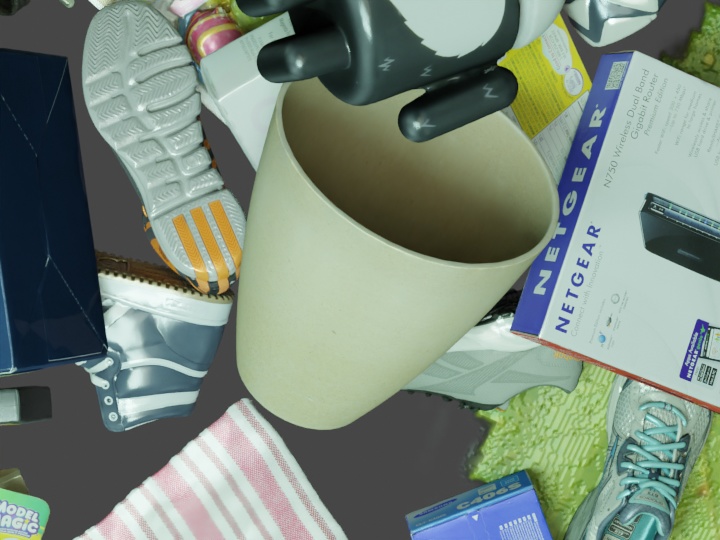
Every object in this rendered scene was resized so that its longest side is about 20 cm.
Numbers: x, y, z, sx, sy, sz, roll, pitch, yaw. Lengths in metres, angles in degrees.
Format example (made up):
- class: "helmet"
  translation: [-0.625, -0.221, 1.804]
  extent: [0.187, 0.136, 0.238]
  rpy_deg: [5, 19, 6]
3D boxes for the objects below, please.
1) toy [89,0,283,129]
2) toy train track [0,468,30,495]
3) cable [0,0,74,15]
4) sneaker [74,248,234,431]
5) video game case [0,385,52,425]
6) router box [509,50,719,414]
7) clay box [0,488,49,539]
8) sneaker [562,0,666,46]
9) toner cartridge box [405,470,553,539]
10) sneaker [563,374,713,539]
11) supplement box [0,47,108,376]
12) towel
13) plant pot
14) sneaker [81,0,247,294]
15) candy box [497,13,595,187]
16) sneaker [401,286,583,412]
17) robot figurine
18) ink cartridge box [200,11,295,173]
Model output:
- class: "toy"
  translation: [-0.088, -0.169, 1.495]
  extent: [0.200, 0.047, 0.115]
  rpy_deg: [42, 100, -9]
- class: "toy train track"
  translation: [-0.326, 0.184, 1.556]
  extent: [0.199, 0.033, 0.115]
  rpy_deg: [-23, 119, -7]
- class: "cable"
  translation: [-0.257, -0.247, 1.480]
  extent: [0.200, 0.050, 0.097]
  rpy_deg: [42, 132, 5]
- class: "sneaker"
  translation: [-0.193, 0.041, 1.520]
  extent: [0.198, 0.070, 0.109]
  rpy_deg: [14, 104, -3]
- class: "video game case"
  translation: [-0.300, 0.094, 1.459]
  extent: [0.179, 0.200, 0.026]
  rpy_deg: [-4, 87, -2]
- class: "router box"
  translation: [0.214, -0.021, 1.501]
  extent: [0.178, 0.049, 0.201]
  rpy_deg: [20, 86, -21]
- class: "clay box"
  translation: [-0.299, 0.223, 1.537]
  extent: [0.114, 0.048, 0.201]
  rpy_deg: [18, 105, -25]
- class: "sneaker"
  translation: [0.203, -0.252, 1.480]
  extent: [0.198, 0.080, 0.130]
  rpy_deg: [-29, 110, 13]
- class: "toner cartridge box"
  translation: [0.110, 0.252, 1.593]
  extent: [0.094, 0.043, 0.201]
  rpy_deg: [-20, 102, 0]
- class: "sneaker"
  translation: [0.202, 0.143, 1.555]
  extent: [0.077, 0.086, 0.202]
  rpy_deg: [15, 100, -6]
- class: "supplement box"
  translation: [-0.288, -0.026, 1.419]
  extent: [0.198, 0.134, 0.202]
  rpy_deg: [-8, 89, 19]
- class: "towel"
  translation: [-0.114, 0.202, 1.538]
  extent: [0.200, 0.030, 0.147]
  rpy_deg: [-40, 67, 4]
- class: "plant pot"
  translation: [0.000, 0.000, 1.408]
  extent: [0.186, 0.188, 0.201]
  rpy_deg: [22, 129, -7]
- class: "sneaker"
  translation: [-0.134, -0.073, 1.489]
  extent: [0.077, 0.112, 0.201]
  rpy_deg: [-17, 80, -10]
- class: "candy box"
  translation: [0.098, -0.122, 1.474]
  extent: [0.102, 0.026, 0.201]
  rpy_deg: [-38, 128, -11]
- class: "sneaker"
  translation: [0.060, 0.065, 1.540]
  extent: [0.198, 0.074, 0.080]
  rpy_deg: [-8, 107, -2]
- class: "robot figurine"
  translation: [0.030, -0.172, 1.330]
  extent: [0.199, 0.125, 0.151]
  rpy_deg: [-21, 138, -18]
- class: "ink cartridge box"
  translation: [0.013, -0.123, 1.466]
  extent: [0.199, 0.057, 0.163]
  rpy_deg: [-26, 141, 5]
